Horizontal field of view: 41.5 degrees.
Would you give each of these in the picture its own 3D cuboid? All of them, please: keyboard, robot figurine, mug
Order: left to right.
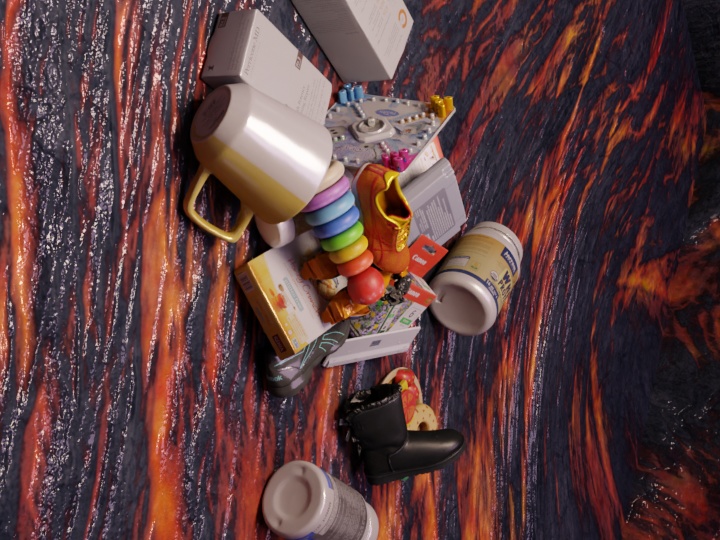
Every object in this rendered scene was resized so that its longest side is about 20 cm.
[{"bbox_3d":[-0.142,-0.147,1.231,0.152,0.148,0.190,33,60,-37],"label":"mug"},{"bbox_3d":[0.000,0.000,1.427,0.199,0.058,0.147,-27,92,-52],"label":"robot figurine"},{"bbox_3d":[0.021,0.125,1.579,0.197,0.011,0.057,-7,132,-43],"label":"keyboard"}]

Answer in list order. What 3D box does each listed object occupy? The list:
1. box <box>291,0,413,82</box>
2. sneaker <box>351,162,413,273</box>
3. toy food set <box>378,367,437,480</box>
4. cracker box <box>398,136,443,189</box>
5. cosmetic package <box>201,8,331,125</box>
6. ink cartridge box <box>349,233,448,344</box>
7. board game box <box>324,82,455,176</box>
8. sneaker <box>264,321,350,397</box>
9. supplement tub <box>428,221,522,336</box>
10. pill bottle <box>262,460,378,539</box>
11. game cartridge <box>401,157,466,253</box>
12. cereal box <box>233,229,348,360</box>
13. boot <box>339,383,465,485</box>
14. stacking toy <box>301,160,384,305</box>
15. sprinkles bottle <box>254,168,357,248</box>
[{"bbox_3d":[-0.012,-0.405,1.461,0.201,0.096,0.126,52,50,-47],"label":"box"},{"bbox_3d":[0.041,-0.062,1.354,0.073,0.076,0.202,-49,143,-24],"label":"sneaker"},{"bbox_3d":[0.072,0.278,1.715,0.198,0.048,0.204,-44,130,-47],"label":"toy food set"},{"bbox_3d":[0.037,-0.164,1.514,0.198,0.057,0.136,-28,110,-25],"label":"cracker box"},{"bbox_3d":[-0.125,-0.262,1.316,0.199,0.073,0.104,35,63,-56],"label":"cosmetic package"},{"bbox_3d":[0.070,0.041,1.581,0.200,0.051,0.108,-48,148,12],"label":"ink cartridge box"},{"bbox_3d":[0.017,-0.218,1.429,0.201,0.196,0.026,-52,144,-42],"label":"board game box"},{"bbox_3d":[-0.078,0.100,1.427,0.201,0.074,0.080,-52,132,-43],"label":"sneaker"},{"bbox_3d":[0.227,0.012,1.852,0.201,0.142,0.146,-53,135,-41],"label":"supplement tub"},{"bbox_3d":[-0.055,0.374,1.455,0.200,0.112,0.116,44,56,-50],"label":"pill bottle"},{"bbox_3d":[0.104,-0.089,1.535,0.133,0.040,0.201,-42,154,-7],"label":"game cartridge"},{"bbox_3d":[-0.084,0.023,1.394,0.199,0.039,0.146,-35,98,-51],"label":"cereal box"},{"bbox_3d":[0.069,0.261,1.587,0.074,0.194,0.165,-109,-179,-65],"label":"boot"},{"bbox_3d":[-0.021,-0.046,1.319,0.085,0.084,0.203,-44,113,-47],"label":"stacking toy"},{"bbox_3d":[-0.058,-0.102,1.384,0.198,0.068,0.070,-29,119,-30],"label":"sprinkles bottle"}]
